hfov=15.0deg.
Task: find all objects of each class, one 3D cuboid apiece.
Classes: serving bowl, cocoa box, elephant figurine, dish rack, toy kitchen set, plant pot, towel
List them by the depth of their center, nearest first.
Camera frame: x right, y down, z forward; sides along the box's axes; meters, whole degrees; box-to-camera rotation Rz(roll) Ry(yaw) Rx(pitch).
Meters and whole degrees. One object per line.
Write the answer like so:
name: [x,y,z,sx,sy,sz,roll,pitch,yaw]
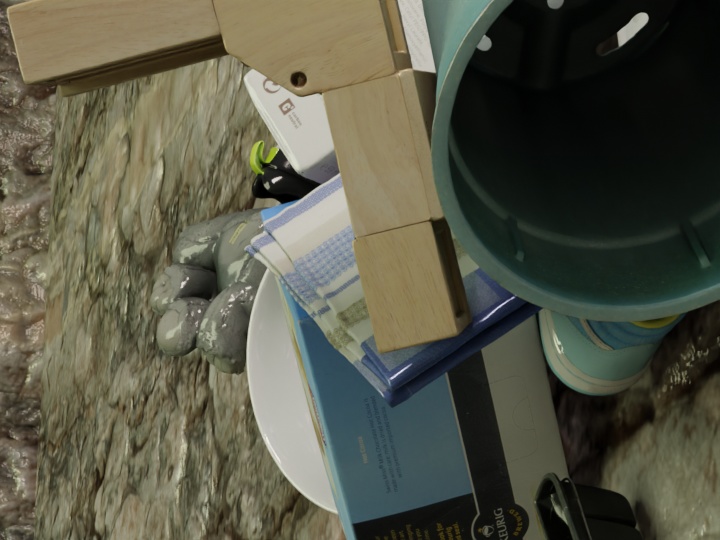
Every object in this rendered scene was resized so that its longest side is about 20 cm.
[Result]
plant pot: [0.116,-0.112,1.303,0.196,0.199,0.201,-106,25,-59]
toy kitchen set: [-0.047,-0.053,1.344,0.163,0.179,0.201,-24,-79,-82]
towel: [0.034,-0.011,1.422,0.024,0.146,0.200,61,172,-32]
dish rack: [0.116,0.229,1.467,0.154,0.054,0.201,-104,23,-51]
cocoa box: [0.033,0.060,1.550,0.134,0.130,0.201,-111,6,-59]
serving bowl: [0.017,0.059,1.771,0.199,0.066,0.202,2,93,44]
elephant figurine: [-0.049,0.043,2.032,0.155,0.200,0.142,-5,59,46]

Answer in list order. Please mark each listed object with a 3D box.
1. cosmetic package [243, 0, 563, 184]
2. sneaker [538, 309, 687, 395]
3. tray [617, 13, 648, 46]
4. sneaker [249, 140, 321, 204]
cosmetic package: [0.042,-0.132,1.538,0.074,0.200,0.102,58,-166,13]
sneaker: [0.135,-0.046,1.435,0.131,0.079,0.201,129,134,-67]
tray: [0.171,-0.178,1.440,0.200,0.022,0.108,118,151,-56]
sneaker: [0.000,0.000,1.641,0.201,0.083,0.072,56,160,-9]
